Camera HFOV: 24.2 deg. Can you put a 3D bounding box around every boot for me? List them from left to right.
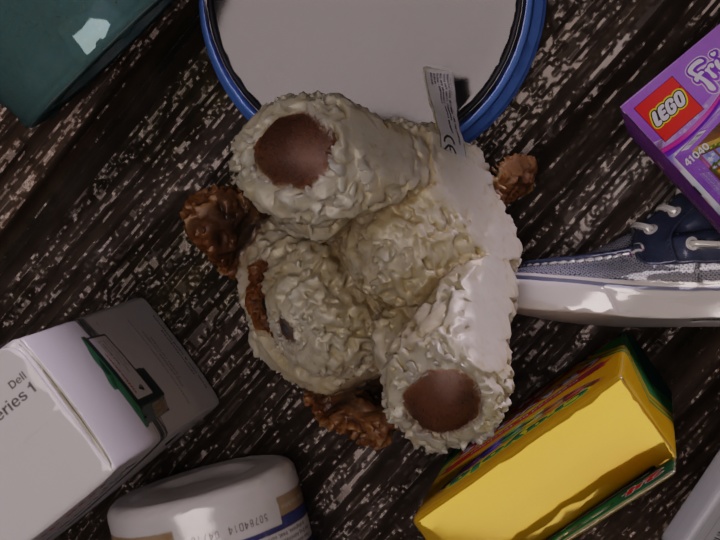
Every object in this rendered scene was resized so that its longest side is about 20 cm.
[{"bbox_3d":[0.175,-0.017,0.904,0.197,0.073,0.092,1,84,5],"label":"boot"}]

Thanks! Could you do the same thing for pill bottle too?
[{"bbox_3d":[-0.066,0.214,0.937,0.110,0.111,0.202,-14,93,10],"label":"pill bottle"}]

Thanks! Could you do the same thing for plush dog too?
[{"bbox_3d":[0.000,0.000,0.900,0.171,0.160,0.201,-29,96,40],"label":"plush dog"}]

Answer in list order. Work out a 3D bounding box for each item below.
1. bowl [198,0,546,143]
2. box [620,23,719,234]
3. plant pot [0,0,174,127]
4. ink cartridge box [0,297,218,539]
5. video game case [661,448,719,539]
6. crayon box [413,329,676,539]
[{"bbox_3d":[0.004,-0.154,0.926,0.198,0.039,0.203,1,95,9],"label":"bowl"},{"bbox_3d":[0.251,-0.093,0.850,0.199,0.039,0.137,-39,64,2],"label":"box"},{"bbox_3d":[-0.189,-0.188,0.884,0.200,0.200,0.188,-42,97,11],"label":"plant pot"},{"bbox_3d":[-0.175,0.097,0.898,0.146,0.200,0.085,-39,88,11],"label":"ink cartridge box"},{"bbox_3d":[0.276,0.090,0.858,0.181,0.022,0.201,22,108,-24],"label":"video game case"},{"bbox_3d":[0.097,0.096,0.853,0.126,0.200,0.051,-36,89,10],"label":"crayon box"}]
